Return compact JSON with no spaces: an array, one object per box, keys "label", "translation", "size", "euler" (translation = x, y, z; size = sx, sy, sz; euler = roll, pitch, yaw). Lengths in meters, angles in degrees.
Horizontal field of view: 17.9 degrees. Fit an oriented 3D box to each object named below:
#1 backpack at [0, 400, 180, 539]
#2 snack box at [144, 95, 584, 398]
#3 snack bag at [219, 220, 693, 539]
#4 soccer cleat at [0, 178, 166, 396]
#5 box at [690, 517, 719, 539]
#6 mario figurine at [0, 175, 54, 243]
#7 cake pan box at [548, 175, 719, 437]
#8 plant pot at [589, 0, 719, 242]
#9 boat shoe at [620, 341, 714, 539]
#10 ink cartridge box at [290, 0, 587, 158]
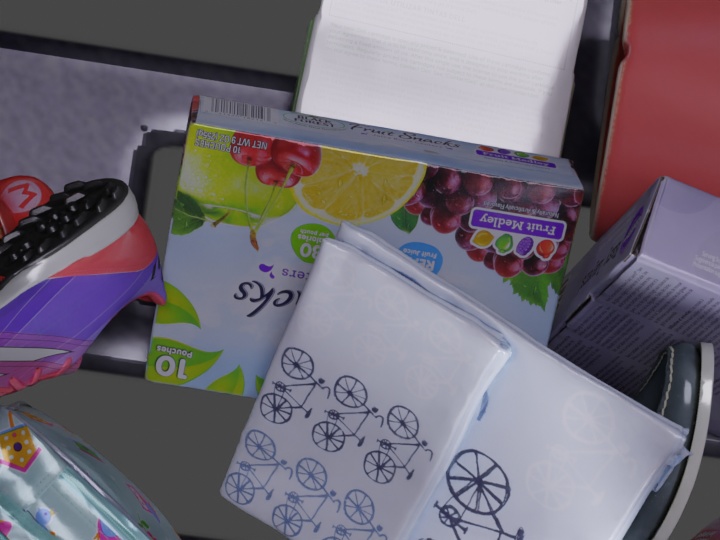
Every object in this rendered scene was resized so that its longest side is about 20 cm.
[{"label":"backpack","translation":[-0.155,0.163,1.082],"size":[0.153,0.176,0.200],"euler":[-36,92,-7]},{"label":"snack box","translation":[0.000,0.000,1.159],"size":[0.199,0.053,0.143],"euler":[9,112,-6]},{"label":"snack bag","translation":[0.040,0.096,1.117],"size":[0.200,0.189,0.021],"euler":[32,37,9]},{"label":"soccer cleat","translation":[-0.173,0.037,1.076],"size":[0.200,0.068,0.073],"euler":[-40,120,-26]},{"label":"box","translation":[0.201,0.179,1.113],"size":[0.095,0.200,0.100],"euler":[-36,88,-13]},{"label":"mario figurine","translation":[-0.238,0.012,1.126],"size":[0.200,0.106,0.124],"euler":[-33,103,-7]},{"label":"cake pan box","translation":[0.196,0.034,1.134],"size":[0.184,0.200,0.052],"euler":[20,71,-3]},{"label":"plant pot","translation":[0.214,-0.072,1.167],"size":[0.177,0.200,0.201],"euler":[9,80,3]},{"label":"boat shoe","translation":[0.119,0.111,1.130],"size":[0.062,0.200,0.073],"euler":[17,38,-5]},{"label":"ink cartridge box","translation":[0.043,-0.117,1.214],"size":[0.145,0.048,0.201],"euler":[12,80,-6]}]
